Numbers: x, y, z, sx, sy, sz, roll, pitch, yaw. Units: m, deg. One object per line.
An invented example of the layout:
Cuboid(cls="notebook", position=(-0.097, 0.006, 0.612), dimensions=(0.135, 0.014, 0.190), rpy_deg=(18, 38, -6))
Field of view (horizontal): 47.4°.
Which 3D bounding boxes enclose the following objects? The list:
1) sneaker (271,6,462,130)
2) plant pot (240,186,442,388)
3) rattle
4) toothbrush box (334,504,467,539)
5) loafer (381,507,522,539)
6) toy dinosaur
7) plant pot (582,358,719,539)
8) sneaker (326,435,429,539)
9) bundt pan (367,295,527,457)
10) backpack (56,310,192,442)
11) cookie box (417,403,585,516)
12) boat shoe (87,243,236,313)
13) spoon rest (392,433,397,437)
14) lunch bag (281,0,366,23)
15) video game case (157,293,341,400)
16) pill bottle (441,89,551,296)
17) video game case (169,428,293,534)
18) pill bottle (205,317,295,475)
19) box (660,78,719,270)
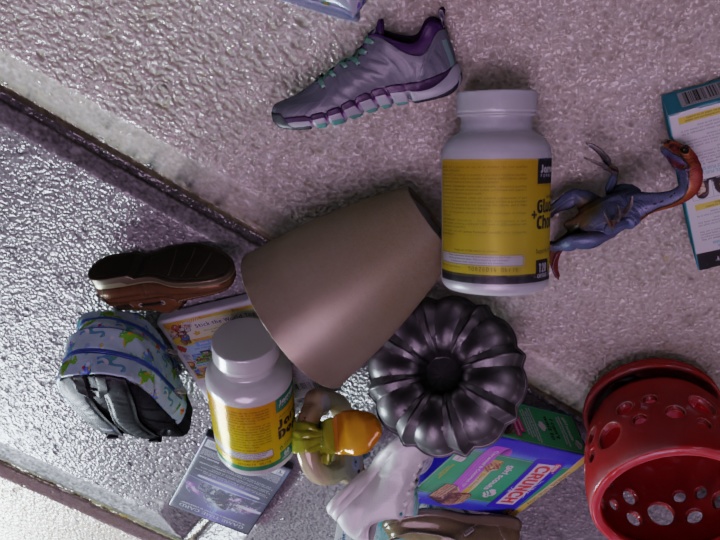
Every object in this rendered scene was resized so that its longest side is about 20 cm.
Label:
Cuboid(cls="sneaker", position=(-0.001, -0.205, 0.833), dimensions=(0.199, 0.074, 0.088), rpy_deg=(-14, 114, 5))
Cuboid(cls="plant pot", position=(0.000, 0.000, 0.928), dimensions=(0.200, 0.187, 0.187), rpy_deg=(-36, 115, 13))
Cuboid(cls="rattle", position=(0.008, 0.237, 1.108), dimensions=(0.143, 0.130, 0.200), rpy_deg=(-21, 131, 21))
Cuboid(cls="toothbrush box", position=(0.076, 0.435, 1.287), dimensions=(0.200, 0.085, 0.146), rpy_deg=(-32, 115, 27))
Cuboid(cls="loafer", position=(0.129, 0.372, 1.143), dimensions=(0.199, 0.068, 0.076), rpy_deg=(3, 154, -3))
Cuboid(cls="toy dinosaur", position=(0.269, -0.073, 0.870), dimensions=(0.181, 0.105, 0.200), rpy_deg=(-7, 161, 24))
Cuboid(cls="plant pot", position=(0.378, 0.222, 1.020), dimensions=(0.200, 0.183, 0.201), rpy_deg=(5, 128, 6))
Cuboid(cls="sneaker", position=(0.052, 0.269, 1.048), dimensions=(0.089, 0.075, 0.200), rpy_deg=(46, 103, 17))
Cuboid(cls="bundt pan", position=(0.097, 0.123, 0.977), dimensions=(0.201, 0.203, 0.076), rpy_deg=(-6, 168, 13))
Cuboid(cls="backpack", position=(-0.320, 0.142, 1.089), dimensions=(0.163, 0.154, 0.200), rpy_deg=(4, 163, 10))
Cuboid(cls="cookie box", position=(0.175, 0.252, 1.106), dimensions=(0.200, 0.075, 0.171), rpy_deg=(16, 130, -29))
Cuboid(cls="boat shoe", position=(-0.241, 0.014, 1.033), dimensions=(0.199, 0.072, 0.068), rpy_deg=(0, 131, 20))
Cuboid(cls="spoon rest", position=(0.122, 0.152, 1.094), dimensions=(0.200, 0.061, 0.099), rpy_deg=(-27, 121, 10))
Cuboid(cls="lunch bag", position=(-0.067, -0.330, 0.707), dimensions=(0.199, 0.127, 0.170), rpy_deg=(20, 125, 1))
Cuboid(cls="video game case", position=(-0.148, 0.112, 1.117), dimensions=(0.199, 0.023, 0.182), rpy_deg=(-13, 124, 18))
Cuboid(cls="pill bottle", position=(0.138, -0.080, 0.837), dimensions=(0.112, 0.112, 0.201), rpy_deg=(1, 99, 8))
Cuboid(cls="video game case", position=(-0.208, 0.340, 1.302), dimensions=(0.143, 0.019, 0.200), rpy_deg=(24, 128, -10))
Cuboid(cls="pill bottle", position=(-0.142, 0.163, 1.070), dimensions=(0.112, 0.113, 0.200), rpy_deg=(4, 127, 5))
Cuboid(cls="box", position=(0.378, -0.098, 0.861), dimensions=(0.082, 0.049, 0.200), rpy_deg=(-13, 124, 19))
